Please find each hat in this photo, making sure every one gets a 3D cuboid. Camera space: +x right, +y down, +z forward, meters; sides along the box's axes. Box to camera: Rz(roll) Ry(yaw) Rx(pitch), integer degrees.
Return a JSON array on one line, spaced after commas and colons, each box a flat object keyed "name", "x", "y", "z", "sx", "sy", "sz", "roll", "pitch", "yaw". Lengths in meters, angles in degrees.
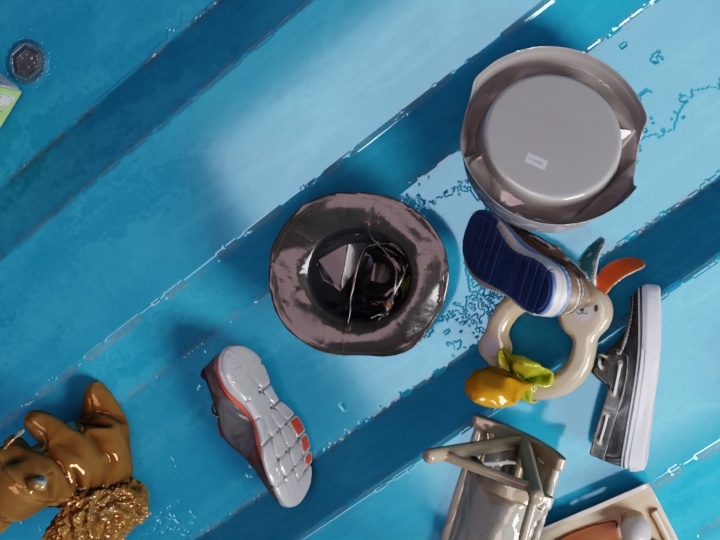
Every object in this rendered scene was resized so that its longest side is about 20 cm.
[{"name": "hat", "x": 0.000, "y": 0.000, "z": 1.053, "sx": 0.199, "sy": 0.081, "sz": 0.203, "roll": 1, "pitch": 100, "yaw": 5}]

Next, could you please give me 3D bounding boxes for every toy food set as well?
[{"name": "toy food set", "x": 0.292, "y": 0.347, "z": 1.023, "sx": 0.143, "sy": 0.060, "sz": 0.201, "roll": -27, "pitch": 88, "yaw": 12}]

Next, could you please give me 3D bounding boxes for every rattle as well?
[{"name": "rattle", "x": 0.199, "y": 0.048, "z": 0.980, "sx": 0.200, "sy": 0.142, "sz": 0.131, "roll": -43, "pitch": 53, "yaw": 21}]

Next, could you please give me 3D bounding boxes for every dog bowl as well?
[{"name": "dog bowl", "x": 0.196, "y": -0.130, "z": 0.975, "sx": 0.198, "sy": 0.059, "sz": 0.202, "roll": 0, "pitch": 71, "yaw": 0}]

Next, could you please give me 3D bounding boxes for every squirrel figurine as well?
[{"name": "squirrel figurine", "x": -0.342, "y": 0.255, "z": 1.089, "sx": 0.141, "sy": 0.187, "sz": 0.201, "roll": -37, "pitch": 86, "yaw": 12}]

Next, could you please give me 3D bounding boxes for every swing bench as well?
[{"name": "swing bench", "x": 0.126, "y": 0.278, "z": 0.978, "sx": 0.129, "sy": 0.200, "sz": 0.201, "roll": 18, "pitch": 98, "yaw": 21}]

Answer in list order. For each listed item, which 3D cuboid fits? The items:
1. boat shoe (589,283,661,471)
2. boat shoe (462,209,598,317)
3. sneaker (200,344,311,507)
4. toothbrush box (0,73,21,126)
[{"name": "boat shoe", "x": 0.281, "y": 0.113, "z": 1.002, "sx": 0.070, "sy": 0.072, "sz": 0.202, "roll": 7, "pitch": 91, "yaw": 19}, {"name": "boat shoe", "x": 0.173, "y": -0.003, "z": 0.980, "sx": 0.072, "sy": 0.200, "sz": 0.073, "roll": 8, "pitch": 113, "yaw": -25}, {"name": "sneaker", "x": -0.126, "y": 0.187, "z": 1.110, "sx": 0.082, "sy": 0.077, "sz": 0.201, "roll": -26, "pitch": 87, "yaw": 40}, {"name": "toothbrush box", "x": -0.540, "y": -0.185, "z": 1.153, "sx": 0.145, "sy": 0.086, "sz": 0.201, "roll": 39, "pitch": 102, "yaw": 7}]
